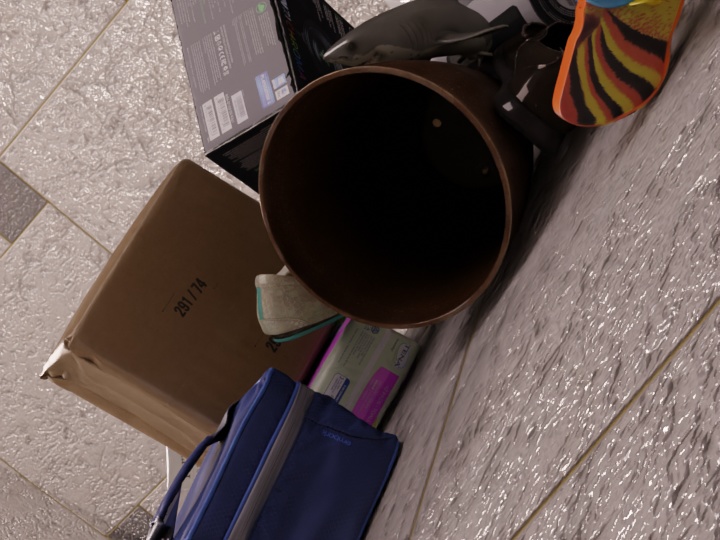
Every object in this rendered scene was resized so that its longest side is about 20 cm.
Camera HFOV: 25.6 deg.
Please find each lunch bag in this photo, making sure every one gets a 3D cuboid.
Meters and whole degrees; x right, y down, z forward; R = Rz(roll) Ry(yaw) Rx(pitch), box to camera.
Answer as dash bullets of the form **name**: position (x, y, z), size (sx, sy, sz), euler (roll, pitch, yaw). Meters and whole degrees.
- **lunch bag**: position (-0.076, 0.180, 1.136), size (0.200, 0.132, 0.136), euler (-64, 5, -35)

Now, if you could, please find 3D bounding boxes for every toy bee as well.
- **toy bee**: position (0.172, -0.181, 0.924), size (0.131, 0.109, 0.200), euler (-86, -1, -59)

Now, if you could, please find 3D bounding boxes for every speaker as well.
- **speaker**: position (0.129, -0.202, 1.317), size (0.081, 0.081, 0.200), euler (-63, 14, -19)

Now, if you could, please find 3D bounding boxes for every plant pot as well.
- **plant pot**: position (0.053, -0.079, 1.167), size (0.187, 0.187, 0.200), euler (-59, -10, 29)

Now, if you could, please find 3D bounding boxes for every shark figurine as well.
- **shark figurine**: position (0.065, -0.198, 1.233), size (0.128, 0.090, 0.214), euler (-18, -4, 24)

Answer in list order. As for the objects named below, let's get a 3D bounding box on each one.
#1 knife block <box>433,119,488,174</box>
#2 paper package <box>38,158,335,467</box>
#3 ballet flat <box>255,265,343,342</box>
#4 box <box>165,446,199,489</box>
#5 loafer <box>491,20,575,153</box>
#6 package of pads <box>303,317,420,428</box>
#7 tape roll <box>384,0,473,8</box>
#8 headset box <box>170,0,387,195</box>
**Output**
- **knife block**: position (0.029, -0.119, 1.392), size (0.200, 0.176, 0.064), euler (-48, -5, -37)
- **paper package**: position (-0.129, 0.043, 1.313), size (0.200, 0.191, 0.103), euler (-63, 10, -29)
- **ballet flat**: position (0.000, 0.000, 1.264), size (0.200, 0.062, 0.067), euler (-21, 8, -40)
- **box**: position (-0.144, 0.120, 1.736), size (0.200, 0.131, 0.199), euler (-98, 5, -82)
- **loafer**: position (0.143, -0.142, 1.135), size (0.071, 0.073, 0.200), euler (-47, 12, 20)
- **package of pads**: position (-0.023, 0.115, 1.345), size (0.155, 0.068, 0.200), euler (-60, 5, -4)
- **tape roll**: position (0.109, -0.304, 1.475), size (0.202, 0.071, 0.203), euler (-33, 34, 25)
- **headset box**: position (-0.049, -0.137, 1.289), size (0.093, 0.200, 0.174), euler (-28, 54, 20)
